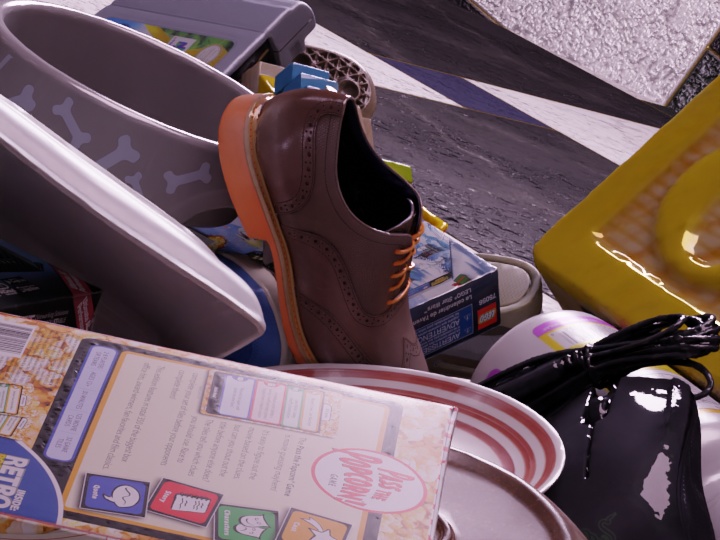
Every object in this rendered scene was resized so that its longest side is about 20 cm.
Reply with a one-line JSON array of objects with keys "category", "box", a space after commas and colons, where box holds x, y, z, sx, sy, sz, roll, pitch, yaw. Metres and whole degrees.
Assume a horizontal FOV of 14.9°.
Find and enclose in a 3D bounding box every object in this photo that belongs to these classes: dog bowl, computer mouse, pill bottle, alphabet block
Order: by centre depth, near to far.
[{"category": "computer mouse", "box": [0.108, 0.093, 1.270, 0.200, 0.138, 0.053, -94, 157, -50]}, {"category": "pill bottle", "box": [0.141, 0.103, 1.366, 0.104, 0.105, 0.200, 14, 15, -35]}, {"category": "dog bowl", "box": [-0.119, -0.075, 1.398, 0.200, 0.059, 0.200, 25, 16, -7]}, {"category": "alphabet block", "box": [0.246, 0.028, 1.502, 0.196, 0.195, 0.200, 34, -16, 49]}]

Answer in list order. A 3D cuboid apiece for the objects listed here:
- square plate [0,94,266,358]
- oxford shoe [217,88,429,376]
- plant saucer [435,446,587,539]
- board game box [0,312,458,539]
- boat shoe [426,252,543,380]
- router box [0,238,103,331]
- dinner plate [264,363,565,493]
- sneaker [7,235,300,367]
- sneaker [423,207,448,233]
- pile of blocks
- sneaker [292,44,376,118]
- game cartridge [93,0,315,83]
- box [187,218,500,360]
[{"category": "square plate", "box": [-0.141, -0.022, 1.259, 0.198, 0.028, 0.200, 37, -19, -8]}, {"category": "oxford shoe", "box": [0.000, 0.000, 1.341, 0.073, 0.200, 0.071, -8, 35, 29]}, {"category": "plant saucer", "box": [0.014, 0.115, 1.095, 0.200, 0.037, 0.201, 9, 26, -4]}, {"category": "board game box", "box": [-0.069, 0.084, 1.032, 0.199, 0.046, 0.152, 12, 26, 2]}, {"category": "boat shoe", "box": [0.010, 0.024, 1.549, 0.199, 0.069, 0.075, 12, 42, 26]}, {"category": "router box", "box": [-0.223, 0.011, 1.191, 0.150, 0.062, 0.200, 25, 12, 17]}, {"category": "dinner plate", "box": [-0.007, 0.086, 1.248, 0.199, 0.024, 0.200, 2, 20, -1]}, {"category": "sneaker", "box": [-0.126, 0.005, 1.382, 0.200, 0.077, 0.111, 40, 27, 31]}, {"category": "sneaker", "box": [-0.034, -0.027, 1.683, 0.200, 0.077, 0.073, 7, 20, -43]}, {"category": "pile of blocks", "box": [-0.009, -0.061, 1.472, 0.062, 0.082, 0.200, 13, 28, -26]}, {"category": "sneaker", "box": [-0.088, -0.082, 1.637, 0.199, 0.071, 0.076, -11, -22, 1]}, {"category": "game cartridge", "box": [-0.133, -0.098, 1.573, 0.133, 0.041, 0.200, 10, 46, 38]}, {"category": "box", "box": [-0.037, -0.001, 1.494, 0.137, 0.040, 0.200, -23, 36, -26]}]
